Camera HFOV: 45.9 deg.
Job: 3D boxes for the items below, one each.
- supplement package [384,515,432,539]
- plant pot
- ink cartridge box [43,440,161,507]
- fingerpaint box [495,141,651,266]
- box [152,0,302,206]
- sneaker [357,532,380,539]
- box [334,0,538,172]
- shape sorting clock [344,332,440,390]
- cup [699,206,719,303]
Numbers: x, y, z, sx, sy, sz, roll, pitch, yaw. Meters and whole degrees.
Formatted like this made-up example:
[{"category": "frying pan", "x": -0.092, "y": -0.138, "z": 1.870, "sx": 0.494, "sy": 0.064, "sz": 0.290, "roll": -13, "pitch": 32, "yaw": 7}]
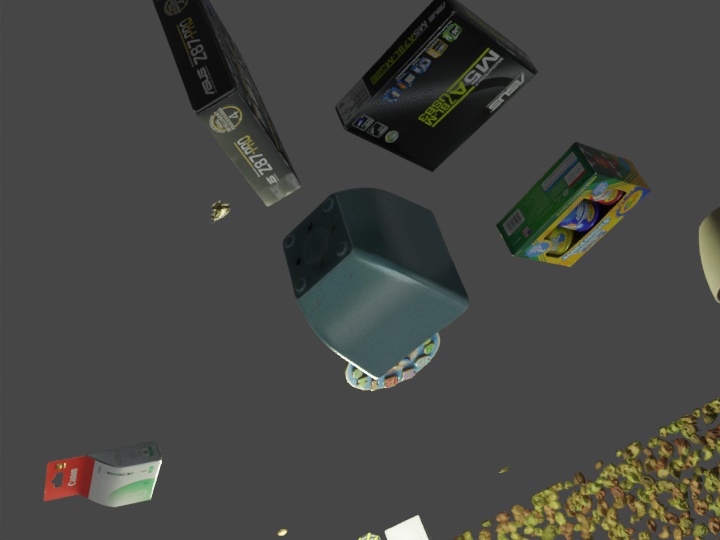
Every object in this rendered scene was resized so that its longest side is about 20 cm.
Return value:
[{"category": "supplement package", "x": 0.166, "y": 0.863, "z": 2.641, "sx": 0.118, "sy": 0.123, "sz": 0.201, "roll": -25, "pitch": 148, "yaw": 0}, {"category": "plant pot", "x": 0.000, "y": 0.000, "z": 1.217, "sx": 0.195, "sy": 0.198, "sz": 0.199, "roll": -40, "pitch": 136, "yaw": 24}, {"category": "ink cartridge box", "x": -0.479, "y": 0.391, "z": 1.580, "sx": 0.197, "sy": 0.051, "sz": 0.162, "roll": -8, "pitch": 144, "yaw": -29}, {"category": "fingerpaint box", "x": 0.352, "y": -0.102, "z": 1.409, "sx": 0.165, "sy": 0.074, "sz": 0.200, "roll": 8, "pitch": 136, "yaw": -41}, {"category": "box", "x": -0.134, "y": -0.185, "z": 0.832, "sx": 0.049, "sy": 0.202, "sz": 0.161, "roll": -28, "pitch": 149, "yaw": 5}, {"category": "sneaker", "x": -0.022, "y": 0.863, "z": 2.557, "sx": 0.197, "sy": 0.076, "sz": 0.077, "roll": -26, "pitch": 148, "yaw": 4}, {"category": "box", "x": 0.097, "y": -0.229, "z": 1.076, "sx": 0.200, "sy": 0.048, "sz": 0.192, "roll": -42, "pitch": 142, "yaw": 26}, {"category": "shape sorting clock", "x": 0.063, "y": 0.169, "z": 1.637, "sx": 0.197, "sy": 0.040, "sz": 0.201, "roll": -18, "pitch": 148, "yaw": -12}, {"category": "cup", "x": 0.760, "y": -0.053, "z": 1.698, "sx": 0.197, "sy": 0.145, "sz": 0.202, "roll": -17, "pitch": 148, "yaw": -11}]
